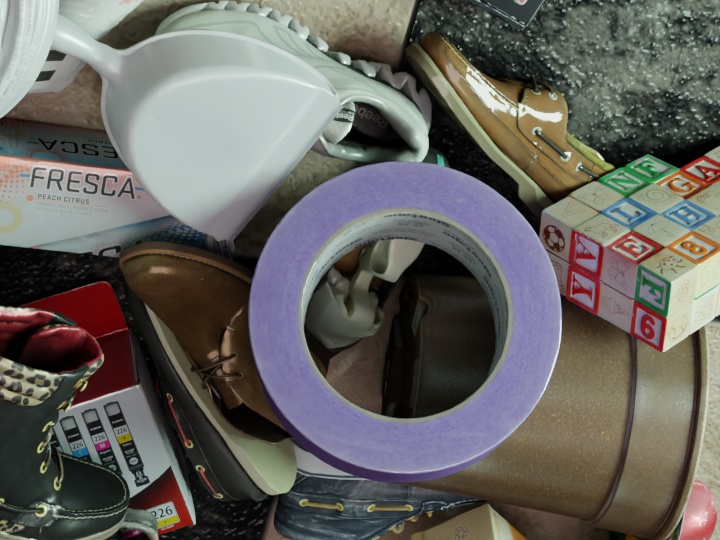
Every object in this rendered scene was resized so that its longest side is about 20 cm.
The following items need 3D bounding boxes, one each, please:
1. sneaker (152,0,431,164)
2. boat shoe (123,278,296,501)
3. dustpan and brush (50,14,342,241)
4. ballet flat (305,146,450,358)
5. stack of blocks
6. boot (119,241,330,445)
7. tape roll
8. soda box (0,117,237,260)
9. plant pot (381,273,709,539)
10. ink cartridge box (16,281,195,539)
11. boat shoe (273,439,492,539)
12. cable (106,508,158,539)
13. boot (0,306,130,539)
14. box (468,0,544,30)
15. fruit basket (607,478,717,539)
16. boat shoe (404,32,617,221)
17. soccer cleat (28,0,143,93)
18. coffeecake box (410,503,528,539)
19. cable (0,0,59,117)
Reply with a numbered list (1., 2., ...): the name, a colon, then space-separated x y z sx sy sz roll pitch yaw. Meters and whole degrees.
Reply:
1. sneaker: -0.042 -0.119 1.197 0.200 0.081 0.075 18 115 -13
2. boat shoe: -0.119 0.083 1.299 0.063 0.074 0.202 -16 114 29
3. dustpan and brush: -0.130 -0.112 1.136 0.200 0.057 0.140 23 121 -34
4. ballet flat: 0.000 0.000 1.284 0.068 0.068 0.200 21 112 -24
5. stack of blocks: 0.232 -0.031 1.268 0.200 0.115 0.059 -27 134 -34
6. boot: -0.092 0.050 1.237 0.074 0.076 0.200 -14 140 35
7. tape roll: 0.027 0.035 1.177 0.200 0.085 0.200 0 80 -2
8. soda box: -0.181 -0.053 1.216 0.200 0.064 0.069 6 117 -16
9. plant pot: 0.123 0.087 1.301 0.198 0.200 0.201 7 117 -7
10. ink cartridge box: -0.241 0.123 1.289 0.200 0.084 0.176 -19 121 -2
11. boat shoe: 0.032 0.167 1.390 0.200 0.071 0.091 6 120 -10
12. cable: -0.219 0.194 1.253 0.200 0.050 0.097 22 116 -25
13. boot: -0.209 0.103 1.166 0.200 0.073 0.151 16 121 -36
14. box: 0.077 -0.284 1.156 0.198 0.050 0.200 27 111 -24
15. fruit basket: 0.229 0.209 1.397 0.094 0.185 0.200 5 119 10
16. boat shoe: 0.107 -0.106 1.254 0.068 0.072 0.200 -41 129 7
17. soccer cleat: -0.190 -0.160 1.157 0.200 0.069 0.085 -30 140 -1
18. coffeecake box: 0.125 0.296 1.397 0.073 0.154 0.200 -25 138 20
19. cable: -0.278 -0.167 1.077 0.200 0.069 0.200 -43 86 16
